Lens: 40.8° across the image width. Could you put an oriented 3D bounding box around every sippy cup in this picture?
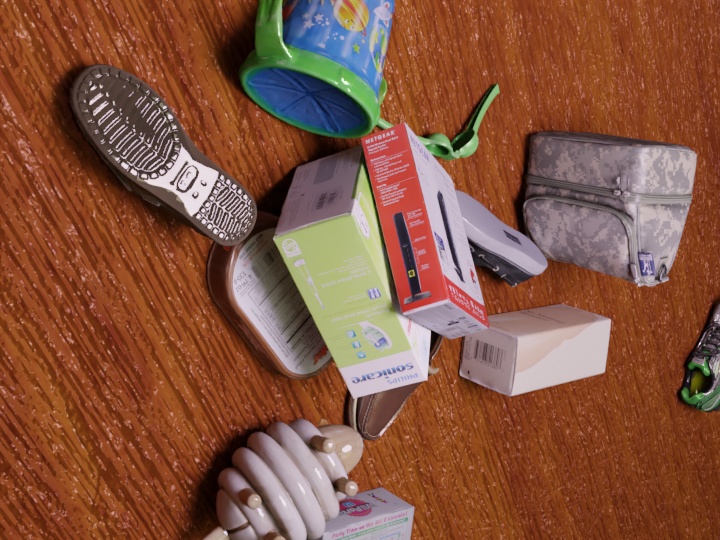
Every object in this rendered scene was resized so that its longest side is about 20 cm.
[{"bbox_3d":[-0.030,-0.214,0.914,0.138,0.178,0.132,19,76,-4],"label":"sippy cup"}]

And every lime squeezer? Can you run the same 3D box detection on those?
[{"bbox_3d":[0.099,-0.159,1.104,0.199,0.038,0.071,-21,116,-36],"label":"lime squeezer"}]

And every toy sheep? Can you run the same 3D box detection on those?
[{"bbox_3d":[-0.081,0.224,0.992,0.199,0.138,0.139,-29,121,-20],"label":"toy sheep"}]

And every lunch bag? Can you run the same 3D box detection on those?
[{"bbox_3d":[0.304,-0.080,1.203,0.138,0.199,0.170,-6,106,-40],"label":"lunch bag"}]

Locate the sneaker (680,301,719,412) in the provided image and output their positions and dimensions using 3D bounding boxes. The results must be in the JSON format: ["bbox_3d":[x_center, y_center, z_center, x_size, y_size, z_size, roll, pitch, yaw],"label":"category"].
[{"bbox_3d":[0.597,0.140,1.621,0.085,0.078,0.202,12,95,-43],"label":"sneaker"}]

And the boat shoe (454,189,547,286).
[{"bbox_3d":[0.152,-0.031,1.174,0.057,0.069,0.199,-40,133,24],"label":"boat shoe"}]

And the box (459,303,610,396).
[{"bbox_3d":[0.231,0.100,1.265,0.199,0.094,0.079,-7,107,-43],"label":"box"}]

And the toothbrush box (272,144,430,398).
[{"bbox_3d":[0.000,0.000,0.970,0.146,0.085,0.201,-78,149,-57],"label":"toothbrush box"}]

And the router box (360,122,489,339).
[{"bbox_3d":[0.070,-0.032,0.995,0.200,0.048,0.182,29,46,-69],"label":"router box"}]

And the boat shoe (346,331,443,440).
[{"bbox_3d":[0.051,0.104,1.113,0.074,0.074,0.204,26,85,-43],"label":"boat shoe"}]

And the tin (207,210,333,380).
[{"bbox_3d":[-0.080,0.030,0.999,0.112,0.042,0.201,-46,129,-17],"label":"tin"}]

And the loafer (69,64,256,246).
[{"bbox_3d":[-0.179,-0.094,0.853,0.200,0.067,0.076,48,66,-23],"label":"loafer"}]

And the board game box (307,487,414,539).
[{"bbox_3d":[-0.019,0.373,1.139,0.147,0.064,0.202,-3,106,-43],"label":"board game box"}]
